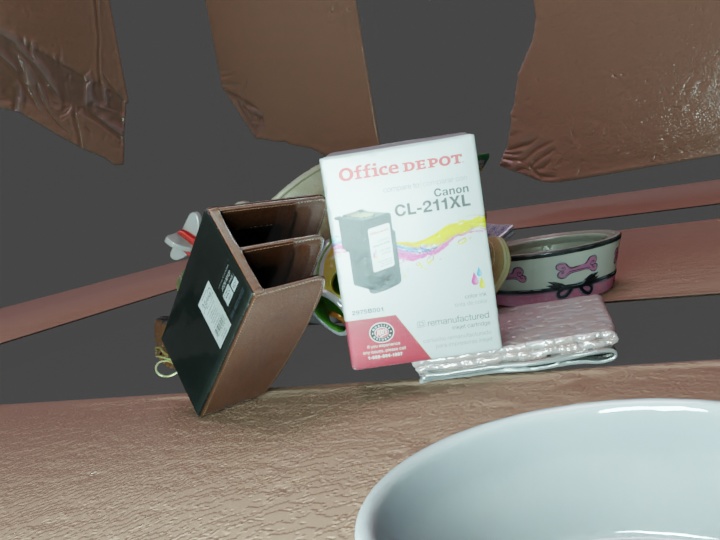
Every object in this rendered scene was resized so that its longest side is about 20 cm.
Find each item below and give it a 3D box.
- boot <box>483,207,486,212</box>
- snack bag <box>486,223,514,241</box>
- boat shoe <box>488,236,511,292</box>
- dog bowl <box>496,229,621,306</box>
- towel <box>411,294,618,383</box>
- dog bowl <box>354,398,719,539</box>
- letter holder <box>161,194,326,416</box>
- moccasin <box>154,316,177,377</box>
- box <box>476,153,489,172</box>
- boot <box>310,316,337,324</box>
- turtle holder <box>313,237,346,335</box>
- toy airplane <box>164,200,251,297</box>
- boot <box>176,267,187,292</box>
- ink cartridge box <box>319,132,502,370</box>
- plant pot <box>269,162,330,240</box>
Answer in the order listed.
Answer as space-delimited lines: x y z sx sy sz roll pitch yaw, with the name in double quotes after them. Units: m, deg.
0.126 -0.069 1.129 0.200 0.073 0.156 -33 -17 -27 "boot"
0.135 -0.014 1.272 0.188 0.021 0.200 -39 13 -10 "snack bag"
0.088 0.020 0.934 0.063 0.074 0.200 12 -31 -41 "boat shoe"
0.262 -0.004 1.107 0.199 0.074 0.200 -9 7 1 "dog bowl"
0.160 0.069 0.831 0.199 0.032 0.191 -9 8 13 "towel"
0.102 0.117 0.304 0.199 0.079 0.200 -10 7 1 "dog bowl"
-0.094 0.033 0.785 0.142 0.101 0.200 -13 -33 -36 "letter holder"
-0.231 0.098 1.032 0.073 0.078 0.201 4 -5 -30 "moccasin"
0.085 -0.111 1.136 0.200 0.049 0.117 -39 -14 37 "box"
-0.135 0.068 1.160 0.199 0.070 0.132 10 35 23 "boot"
0.006 0.009 1.039 0.132 0.141 0.185 -46 8 -29 "turtle holder"
-0.244 -0.006 1.352 0.198 0.201 0.141 -11 24 11 "toy airplane"
-0.106 0.018 0.925 0.175 0.066 0.200 -31 -28 -1 "boot"
0.047 -0.021 0.759 0.145 0.201 0.083 -9 8 5 "ink cartridge box"
-0.052 -0.038 1.236 0.200 0.184 0.200 -39 -5 -4 "plant pot"
